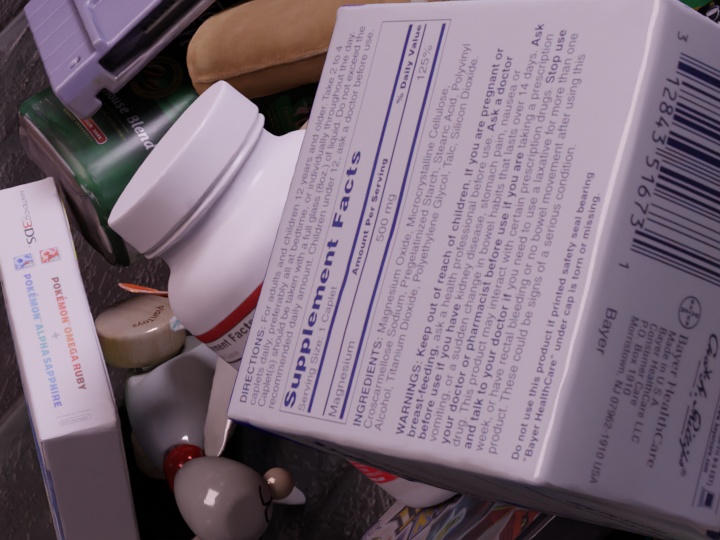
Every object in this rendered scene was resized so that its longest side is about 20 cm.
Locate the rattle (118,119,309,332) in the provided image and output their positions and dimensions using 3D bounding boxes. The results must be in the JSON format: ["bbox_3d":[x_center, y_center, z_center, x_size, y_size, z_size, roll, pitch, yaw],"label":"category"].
[{"bbox_3d":[0.000,0.000,1.111,0.200,0.130,0.143,-35,76,-16],"label":"rattle"}]

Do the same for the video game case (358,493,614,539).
[{"bbox_3d":[0.062,0.106,0.997,0.200,0.025,0.181,-46,11,18],"label":"video game case"}]

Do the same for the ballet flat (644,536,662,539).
[{"bbox_3d":[0.161,0.091,0.946,0.070,0.071,0.201,6,72,48],"label":"ballet flat"}]

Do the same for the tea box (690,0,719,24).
[{"bbox_3d":[0.227,-0.146,0.948,0.200,0.133,0.197,-44,42,22],"label":"tea box"}]

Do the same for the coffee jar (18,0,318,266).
[{"bbox_3d":[-0.082,-0.095,1.227,0.199,0.086,0.104,-33,53,-15],"label":"coffee jar"}]

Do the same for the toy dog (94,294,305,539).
[{"bbox_3d":[-0.068,0.081,1.171,0.096,0.132,0.200,-21,47,-12],"label":"toy dog"}]

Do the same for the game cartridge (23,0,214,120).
[{"bbox_3d":[-0.095,-0.179,1.183,0.200,0.038,0.130,-42,35,7],"label":"game cartridge"}]

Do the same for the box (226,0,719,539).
[{"bbox_3d":[0.062,-0.004,0.881,0.199,0.105,0.185,7,79,52],"label":"box"}]

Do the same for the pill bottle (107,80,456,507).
[{"bbox_3d":[-0.015,0.009,1.027,0.112,0.200,0.112,-47,13,14],"label":"pill bottle"}]

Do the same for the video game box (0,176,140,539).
[{"bbox_3d":[-0.154,0.084,1.195,0.047,0.201,0.183,-11,46,-8],"label":"video game box"}]

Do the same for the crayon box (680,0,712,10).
[{"bbox_3d":[0.129,-0.206,0.940,0.172,0.058,0.201,-29,50,38],"label":"crayon box"}]

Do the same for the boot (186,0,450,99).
[{"bbox_3d":[0.033,-0.143,1.113,0.199,0.175,0.067,-8,102,49],"label":"boot"}]
